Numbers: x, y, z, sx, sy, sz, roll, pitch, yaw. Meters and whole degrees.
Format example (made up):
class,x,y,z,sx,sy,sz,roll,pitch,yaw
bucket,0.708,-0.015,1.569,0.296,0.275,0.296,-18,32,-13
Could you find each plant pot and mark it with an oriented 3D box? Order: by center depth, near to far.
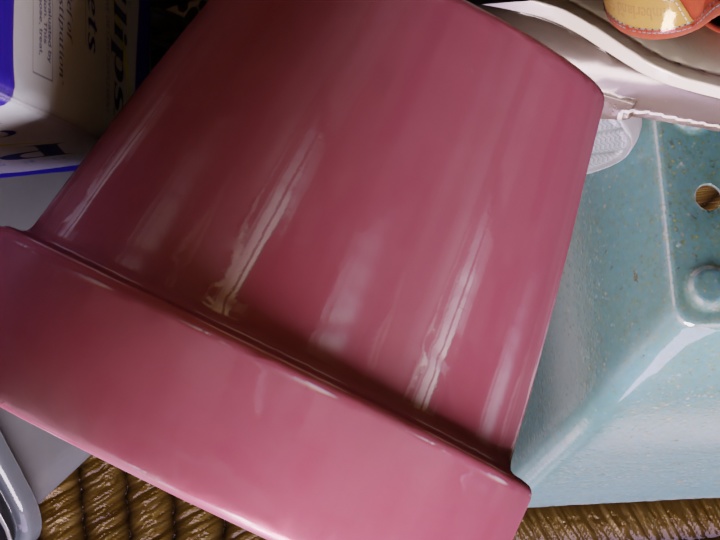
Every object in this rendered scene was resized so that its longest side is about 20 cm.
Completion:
class,x,y,z,sx,sy,sz,roll,pitch,yaw
plant pot,-0.014,-0.005,0.985,0.200,0.179,0.200,26,178,1
plant pot,0.171,-0.008,1.397,0.196,0.196,0.200,-1,164,-11

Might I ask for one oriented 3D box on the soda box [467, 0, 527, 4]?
class,x,y,z,sx,sy,sz,roll,pitch,yaw
soda box,0.037,-0.131,0.931,0.071,0.064,0.200,-4,175,4

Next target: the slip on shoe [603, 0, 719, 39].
class,x,y,z,sx,sy,sz,roll,pitch,yaw
slip on shoe,0.142,-0.114,1.074,0.074,0.061,0.200,12,-167,31

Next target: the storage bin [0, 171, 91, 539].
class,x,y,z,sx,sy,sz,roll,pitch,yaw
storage bin,-0.156,0.000,1.207,0.134,0.200,0.145,-38,-156,-31

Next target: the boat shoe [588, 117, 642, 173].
class,x,y,z,sx,sy,sz,roll,pitch,yaw
boat shoe,0.040,-0.089,1.352,0.200,0.067,0.074,4,144,30

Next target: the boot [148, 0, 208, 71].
class,x,y,z,sx,sy,sz,roll,pitch,yaw
boot,-0.081,-0.039,1.120,0.200,0.151,0.073,21,173,-4

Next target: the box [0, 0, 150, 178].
class,x,y,z,sx,sy,sz,roll,pitch,yaw
box,-0.181,-0.089,1.004,0.183,0.105,0.200,-4,175,12

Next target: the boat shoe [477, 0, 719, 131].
class,x,y,z,sx,sy,sz,roll,pitch,yaw
boat shoe,0.067,-0.089,1.092,0.200,0.072,0.060,15,133,-16
